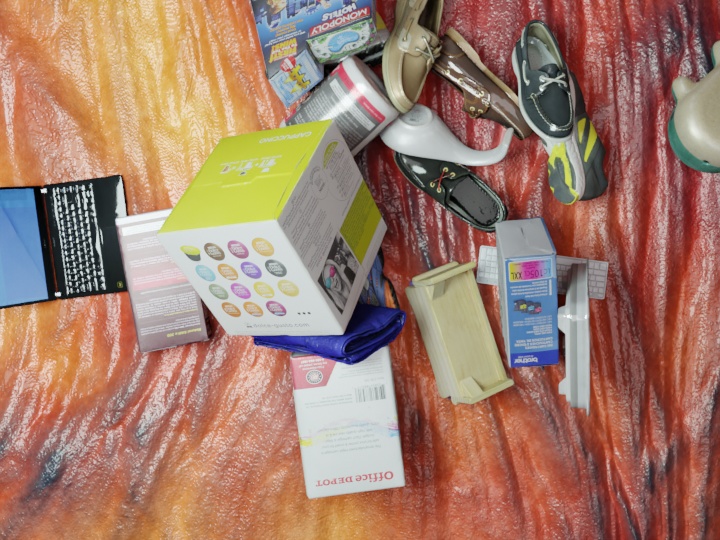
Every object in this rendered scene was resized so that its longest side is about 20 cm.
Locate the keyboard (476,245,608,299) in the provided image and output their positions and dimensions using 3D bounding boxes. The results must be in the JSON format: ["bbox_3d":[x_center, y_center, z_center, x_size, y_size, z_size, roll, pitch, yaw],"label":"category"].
[{"bbox_3d":[0.276,0.003,1.258,0.196,0.011,0.057,8,93,1],"label":"keyboard"}]

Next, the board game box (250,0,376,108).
[{"bbox_3d":[-0.065,-0.331,1.148,0.197,0.062,0.203,-13,57,20],"label":"board game box"}]

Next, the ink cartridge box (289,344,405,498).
[{"bbox_3d":[-0.017,0.208,1.210,0.142,0.145,0.204,-6,92,0],"label":"ink cartridge box"}]

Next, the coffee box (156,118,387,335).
[{"bbox_3d":[-0.110,-0.054,1.104,0.197,0.202,0.199,-4,133,31],"label":"coffee box"}]

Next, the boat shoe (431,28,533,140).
[{"bbox_3d":[0.173,-0.261,1.219,0.070,0.070,0.200,-43,83,-3],"label":"boat shoe"}]

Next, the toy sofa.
[{"bbox_3d":[0.146,0.093,1.241,0.082,0.097,0.203,-20,92,-22],"label":"toy sofa"}]

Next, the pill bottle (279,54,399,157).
[{"bbox_3d":[-0.048,-0.203,1.197,0.199,0.111,0.111,-41,91,18],"label":"pill bottle"}]

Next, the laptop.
[{"bbox_3d":[-0.452,-0.044,1.230,0.196,0.103,0.181,-7,93,2],"label":"laptop"}]

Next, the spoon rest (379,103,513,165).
[{"bbox_3d":[0.122,-0.195,1.213,0.196,0.061,0.100,15,52,13],"label":"spoon rest"}]

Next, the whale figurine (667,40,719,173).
[{"bbox_3d":[0.520,-0.234,1.209,0.157,0.104,0.203,22,69,0],"label":"whale figurine"}]

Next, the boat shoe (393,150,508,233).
[{"bbox_3d":[0.135,-0.131,1.231,0.200,0.063,0.074,38,96,1],"label":"boat shoe"}]

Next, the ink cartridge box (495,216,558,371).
[{"bbox_3d":[0.237,0.044,1.180,0.075,0.137,0.204,-3,115,6],"label":"ink cartridge box"}]

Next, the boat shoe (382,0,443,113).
[{"bbox_3d":[0.079,-0.321,1.177,0.064,0.071,0.204,-8,66,38],"label":"boat shoe"}]

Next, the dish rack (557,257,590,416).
[{"bbox_3d":[0.302,0.088,1.162,0.043,0.200,0.175,-1,110,16],"label":"dish rack"}]

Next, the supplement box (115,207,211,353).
[{"bbox_3d":[-0.294,0.013,1.246,0.107,0.061,0.204,-9,92,-4],"label":"supplement box"}]

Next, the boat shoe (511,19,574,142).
[{"bbox_3d":[0.258,-0.269,1.166,0.074,0.061,0.203,-6,56,-12],"label":"boat shoe"}]

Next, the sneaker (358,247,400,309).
[{"bbox_3d":[0.000,0.000,1.236,0.077,0.075,0.204,-17,91,6],"label":"sneaker"}]

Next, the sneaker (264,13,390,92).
[{"bbox_3d":[-0.051,-0.331,1.225,0.197,0.078,0.092,-18,78,1],"label":"sneaker"}]

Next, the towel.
[{"bbox_3d":[-0.051,0.082,1.165,0.198,0.147,0.051,9,110,38],"label":"towel"}]

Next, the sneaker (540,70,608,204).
[{"bbox_3d":[0.316,-0.196,1.226,0.083,0.074,0.204,0,83,-30],"label":"sneaker"}]
